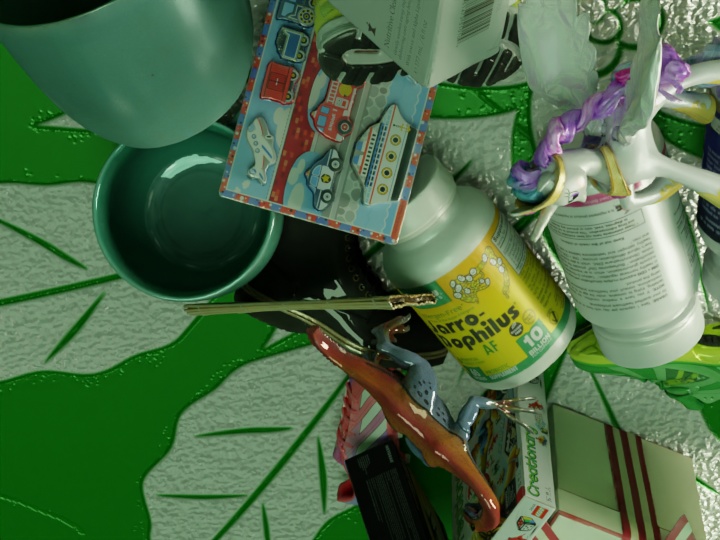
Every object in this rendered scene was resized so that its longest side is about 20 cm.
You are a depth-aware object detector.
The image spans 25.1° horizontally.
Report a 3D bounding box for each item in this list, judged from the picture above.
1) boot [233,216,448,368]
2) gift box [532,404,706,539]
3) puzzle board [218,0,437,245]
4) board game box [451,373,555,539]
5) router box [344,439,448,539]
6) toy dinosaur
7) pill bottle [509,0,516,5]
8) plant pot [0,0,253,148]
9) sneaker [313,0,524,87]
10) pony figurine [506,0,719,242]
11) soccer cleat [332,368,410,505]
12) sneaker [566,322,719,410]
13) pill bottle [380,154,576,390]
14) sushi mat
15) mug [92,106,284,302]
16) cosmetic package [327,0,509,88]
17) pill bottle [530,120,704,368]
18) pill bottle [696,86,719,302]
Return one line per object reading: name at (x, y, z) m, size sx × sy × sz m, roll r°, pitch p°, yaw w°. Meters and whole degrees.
boot at (0.000, 0.000, 1.435) m, size 0.199 × 0.078 × 0.139 m, roll 16°, pitch 118°, yaw -8°
gift box at (0.215, 0.249, 1.512) m, size 0.184 × 0.187 × 0.201 m, roll 17°, pitch 124°, yaw -8°
puzzle board at (-0.017, -0.137, 1.308) m, size 0.150 × 0.017 × 0.201 m, roll 15°, pitch 86°, yaw -6°
board game box at (0.126, 0.184, 1.467) m, size 0.034 × 0.200 × 0.126 m, roll 23°, pitch 121°, yaw -13°
router box at (0.057, 0.278, 1.477) m, size 0.052 × 0.200 × 0.157 m, roll -24°, pitch 135°, yaw 5°
toy dinosaur at (0.049, 0.140, 1.367) m, size 0.199 × 0.182 × 0.105 m, roll -1°, pitch 144°, yaw -37°
pill bottle at (0.107, -0.302, 1.207) m, size 0.104 × 0.104 × 0.201 m, roll 10°, pitch 124°, yaw -3°
plant pot at (-0.174, -0.194, 1.254) m, size 0.200 × 0.201 × 0.161 m, roll -15°, pitch 134°, yaw 14°
sneaker at (0.053, -0.201, 1.277) m, size 0.199 × 0.091 × 0.078 m, roll -1°, pitch 138°, yaw -25°
pony figurine at (0.201, -0.121, 1.211) m, size 0.199 × 0.166 × 0.194 m, roll -5°, pitch 107°, yaw -28°
soccer cleat at (0.005, 0.148, 1.535) m, size 0.076 × 0.067 × 0.201 m, roll -4°, pitch 126°, yaw 6°
sneaker at (0.286, 0.090, 1.469) m, size 0.199 × 0.074 × 0.084 m, roll 4°, pitch 120°, yaw 1°
pill bottle at (0.090, -0.001, 1.401) m, size 0.113 × 0.113 × 0.200 m, roll -30°, pitch 117°, yaw 21°
sushi mat at (-0.043, 0.029, 1.357) m, size 0.199 × 0.096 × 0.012 m, roll -3°, pitch 90°, yaw 28°
mug at (-0.125, -0.056, 1.368) m, size 0.184 × 0.114 × 0.153 m, roll -19°, pitch 89°, yaw 3°
cosmetic package at (0.019, -0.243, 1.190) m, size 0.081 × 0.200 × 0.113 m, roll -29°, pitch 146°, yaw -30°
pill bottle at (0.223, -0.023, 1.377) m, size 0.113 × 0.114 × 0.201 m, roll -15°, pitch 120°, yaw 13°
pill bottle at (0.338, -0.072, 1.334) m, size 0.115 × 0.116 × 0.201 m, roll 1°, pitch 123°, yaw 3°
